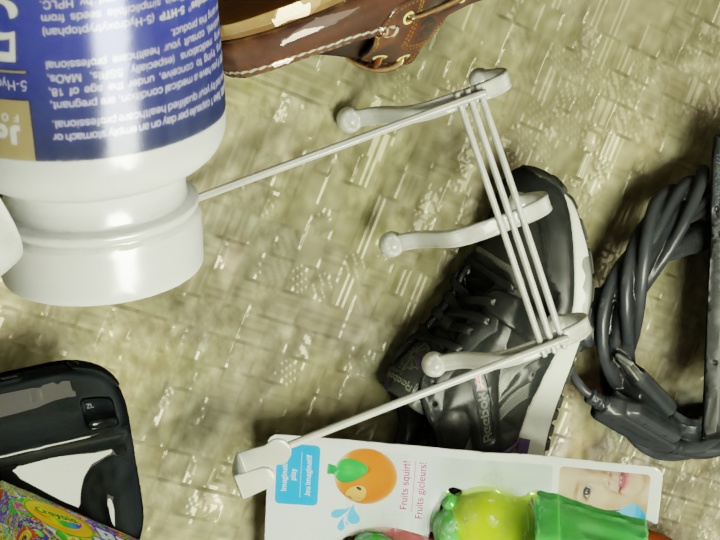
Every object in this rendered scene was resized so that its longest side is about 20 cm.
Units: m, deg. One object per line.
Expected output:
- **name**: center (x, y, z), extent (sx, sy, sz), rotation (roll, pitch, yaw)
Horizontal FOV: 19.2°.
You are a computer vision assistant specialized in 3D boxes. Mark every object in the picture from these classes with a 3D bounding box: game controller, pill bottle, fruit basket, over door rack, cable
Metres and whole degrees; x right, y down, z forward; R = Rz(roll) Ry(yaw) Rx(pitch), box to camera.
- **game controller**: center (-0.194, 0.106, 0.940), extent (0.200, 0.042, 0.104), rotation (-12, 110, -20)
- **pill bottle**: center (-0.118, -0.093, 0.896), extent (0.120, 0.120, 0.200), rotation (-18, 116, -32)
- **fruit basket**: center (0.048, 0.174, 1.099), extent (0.200, 0.094, 0.185), rotation (2, 117, -3)
- **over door rack**: center (0.000, 0.000, 1.044), extent (0.200, 0.067, 0.148), rotation (-23, 103, -15)
- **cable**: center (0.197, 0.030, 1.240), extent (0.200, 0.051, 0.163), rotation (28, 81, -45)

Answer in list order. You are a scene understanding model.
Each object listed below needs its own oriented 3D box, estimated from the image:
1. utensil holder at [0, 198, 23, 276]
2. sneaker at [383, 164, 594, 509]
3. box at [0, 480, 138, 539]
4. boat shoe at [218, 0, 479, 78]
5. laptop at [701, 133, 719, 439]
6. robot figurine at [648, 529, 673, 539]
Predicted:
- **utensil holder**: center (-0.257, -0.005, 0.793), extent (0.200, 0.170, 0.170), rotation (-42, 127, -16)
- **sneaker**: center (0.061, 0.044, 1.120), extent (0.087, 0.076, 0.200), rotation (0, 107, -31)
- **box**: center (-0.132, 0.234, 0.888), extent (0.122, 0.193, 0.200), rotation (30, 99, -35)
- **boat shoe**: center (0.016, -0.131, 1.017), extent (0.200, 0.070, 0.070), rotation (-29, 118, -26)
- **laptop**: center (0.272, -0.003, 1.266), extent (0.200, 0.103, 0.177), rotation (-4, 101, -20)
- **robot figurine**: center (0.155, 0.229, 1.231), extent (0.144, 0.117, 0.200), rotation (-57, 138, -46)
